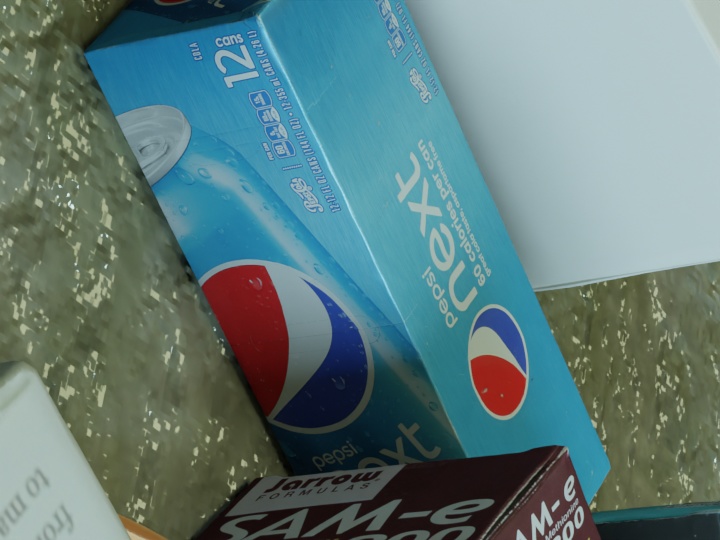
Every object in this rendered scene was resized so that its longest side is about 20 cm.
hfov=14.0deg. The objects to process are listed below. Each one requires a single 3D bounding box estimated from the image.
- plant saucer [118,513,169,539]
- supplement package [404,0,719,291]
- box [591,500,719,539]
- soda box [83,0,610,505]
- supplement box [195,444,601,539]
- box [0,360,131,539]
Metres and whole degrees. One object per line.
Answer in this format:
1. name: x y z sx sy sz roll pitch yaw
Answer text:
1. plant saucer: -0.048 0.131 0.689 0.200 0.037 0.200 36 19 -15
2. supplement package: 0.067 -0.107 0.921 0.200 0.120 0.121 55 40 -33
3. box: 0.104 0.177 0.946 0.049 0.082 0.200 -2 85 -57
4. soda box: 0.000 0.000 0.847 0.068 0.064 0.200 -53 125 -46
5. supplement box: 0.034 0.153 0.823 0.061 0.109 0.200 -44 118 -50
6. box: -0.136 0.145 0.491 0.200 0.199 0.171 -55 127 -44
